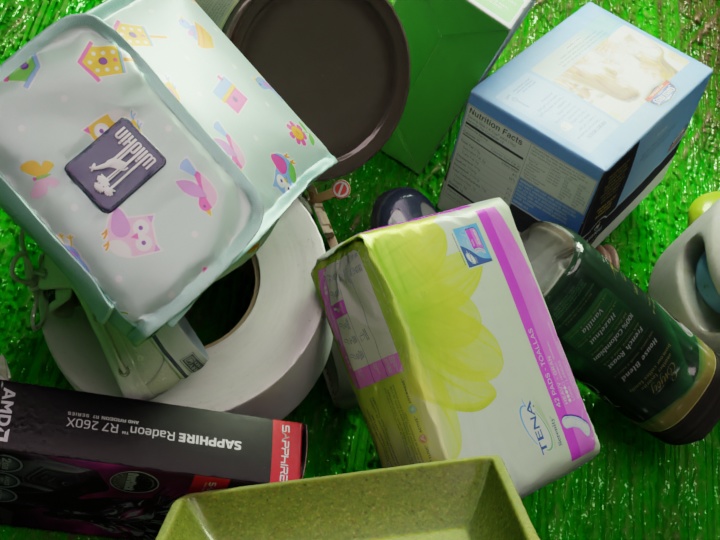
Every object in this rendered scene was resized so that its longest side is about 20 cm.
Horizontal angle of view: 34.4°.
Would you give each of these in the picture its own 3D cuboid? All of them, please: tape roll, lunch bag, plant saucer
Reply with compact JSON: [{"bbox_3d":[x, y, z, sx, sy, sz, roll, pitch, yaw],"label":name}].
[{"bbox_3d":[-0.119,0.023,0.816,0.201,0.071,0.203,-1,64,2],"label":"tape roll"},{"bbox_3d":[-0.129,-0.064,0.682,0.170,0.122,0.200,48,33,-5],"label":"lunch bag"},{"bbox_3d":[-0.010,0.157,0.608,0.199,0.200,0.048,-7,96,0],"label":"plant saucer"}]

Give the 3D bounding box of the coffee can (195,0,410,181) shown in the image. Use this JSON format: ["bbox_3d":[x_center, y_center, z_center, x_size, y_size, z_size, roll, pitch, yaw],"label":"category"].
[{"bbox_3d":[-0.074,-0.156,0.874,0.146,0.200,0.147,-8,108,-27],"label":"coffee can"}]

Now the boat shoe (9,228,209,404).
[{"bbox_3d":[-0.185,0.005,0.757,0.086,0.075,0.202,-36,74,-3],"label":"boat shoe"}]

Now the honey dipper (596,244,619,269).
[{"bbox_3d":[0.123,-0.004,0.983,0.199,0.038,0.038,0,61,-19],"label":"honey dipper"}]

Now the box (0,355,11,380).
[{"bbox_3d":[-0.330,0.091,0.755,0.199,0.041,0.039,-6,62,-22],"label":"box"}]

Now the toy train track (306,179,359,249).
[{"bbox_3d":[0.000,0.000,0.900,0.032,0.115,0.201,-21,87,0],"label":"toy train track"}]

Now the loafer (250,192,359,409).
[{"bbox_3d":[-0.049,0.018,0.893,0.070,0.070,0.201,-22,68,-2],"label":"loafer"}]

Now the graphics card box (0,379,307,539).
[{"bbox_3d":[-0.146,0.130,0.748,0.199,0.126,0.051,12,56,-15],"label":"graphics card box"}]

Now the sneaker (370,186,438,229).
[{"bbox_3d":[0.070,0.021,0.896,0.070,0.082,0.201,-19,83,-23],"label":"sneaker"}]

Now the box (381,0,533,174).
[{"bbox_3d":[0.083,-0.215,0.995,0.097,0.200,0.177,34,54,1],"label":"box"}]

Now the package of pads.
[{"bbox_3d":[0.065,0.061,0.781,0.154,0.068,0.201,-16,82,-42],"label":"package of pads"}]

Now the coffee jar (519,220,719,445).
[{"bbox_3d":[0.196,0.052,0.903,0.200,0.104,0.085,37,92,-22],"label":"coffee jar"}]

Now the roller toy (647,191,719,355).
[{"bbox_3d":[0.355,0.022,0.989,0.200,0.140,0.182,40,56,5],"label":"roller toy"}]

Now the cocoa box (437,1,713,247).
[{"bbox_3d":[0.182,-0.112,0.987,0.133,0.132,0.200,34,49,20],"label":"cocoa box"}]
